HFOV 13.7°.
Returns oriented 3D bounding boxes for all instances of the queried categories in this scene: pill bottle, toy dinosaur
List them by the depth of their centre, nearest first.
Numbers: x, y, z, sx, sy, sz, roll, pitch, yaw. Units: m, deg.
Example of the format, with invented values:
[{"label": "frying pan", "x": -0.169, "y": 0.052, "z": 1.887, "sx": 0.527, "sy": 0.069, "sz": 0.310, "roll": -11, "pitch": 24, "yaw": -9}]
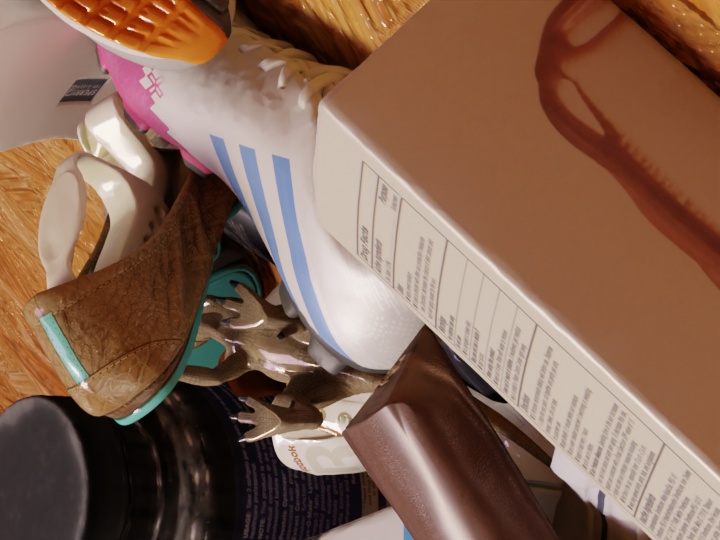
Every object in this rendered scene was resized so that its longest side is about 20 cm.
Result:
[{"label": "toy dinosaur", "x": -0.016, "y": 0.033, "z": 1.161, "sx": 0.200, "sy": 0.058, "sz": 0.101, "roll": 16, "pitch": -169, "yaw": 30}, {"label": "pill bottle", "x": -0.064, "y": 0.103, "z": 1.313, "sx": 0.200, "sy": 0.112, "sz": 0.112, "roll": 7, "pitch": -164, "yaw": -41}]

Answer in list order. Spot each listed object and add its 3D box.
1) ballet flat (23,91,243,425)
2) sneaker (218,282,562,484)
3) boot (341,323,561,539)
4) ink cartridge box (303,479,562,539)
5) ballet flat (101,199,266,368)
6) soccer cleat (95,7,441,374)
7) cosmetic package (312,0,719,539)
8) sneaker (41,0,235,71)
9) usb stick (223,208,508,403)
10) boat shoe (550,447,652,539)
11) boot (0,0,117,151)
[{"label": "ballet flat", "x": -0.083, "y": -0.024, "z": 1.132, "sx": 0.068, "sy": 0.200, "sz": 0.072, "roll": -33, "pitch": 111, "yaw": 33}, {"label": "sneaker", "x": 0.019, "y": 0.068, "z": 1.230, "sx": 0.200, "sy": 0.085, "sz": 0.073, "roll": 30, "pitch": 156, "yaw": 43}, {"label": "boot", "x": 0.055, "y": 0.109, "z": 0.985, "sx": 0.200, "sy": 0.064, "sz": 0.186, "roll": 62, "pitch": 173, "yaw": 6}, {"label": "ink cartridge box", "x": 0.024, "y": 0.174, "z": 1.173, "sx": 0.084, "sy": 0.146, "sz": 0.200, "roll": 8, "pitch": 160, "yaw": -32}, {"label": "ballet flat", "x": -0.085, "y": -0.016, "z": 1.377, "sx": 0.200, "sy": 0.068, "sz": 0.067, "roll": 86, "pitch": 158, "yaw": -60}, {"label": "soccer cleat", "x": -0.023, "y": -0.055, "z": 1.092, "sx": 0.200, "sy": 0.070, "sz": 0.086, "roll": 52, "pitch": 135, "yaw": 23}, {"label": "cosmetic package", "x": 0.086, "y": 0.007, "z": 0.871, "sx": 0.200, "sy": 0.087, "sz": 0.103, "roll": 43, "pitch": 166, "yaw": 11}, {"label": "sneaker", "x": -0.103, "y": -0.134, "z": 1.101, "sx": 0.200, "sy": 0.076, "sz": 0.092, "roll": 47, "pitch": 176, "yaw": 31}, {"label": "usb stick", "x": 0.000, "y": 0.000, "z": 1.209, "sx": 0.200, "sy": 0.033, "sz": 0.055, "roll": 30, "pitch": 168, "yaw": 48}, {"label": "boat shoe", "x": 0.105, "y": 0.056, "z": 1.018, "sx": 0.067, "sy": 0.074, "sz": 0.200, "roll": 17, "pitch": 162, "yaw": 8}, {"label": "boot", "x": -0.146, "y": -0.100, "z": 1.179, "sx": 0.090, "sy": 0.073, "sz": 0.200, "roll": 44, "pitch": -172, "yaw": 10}]
